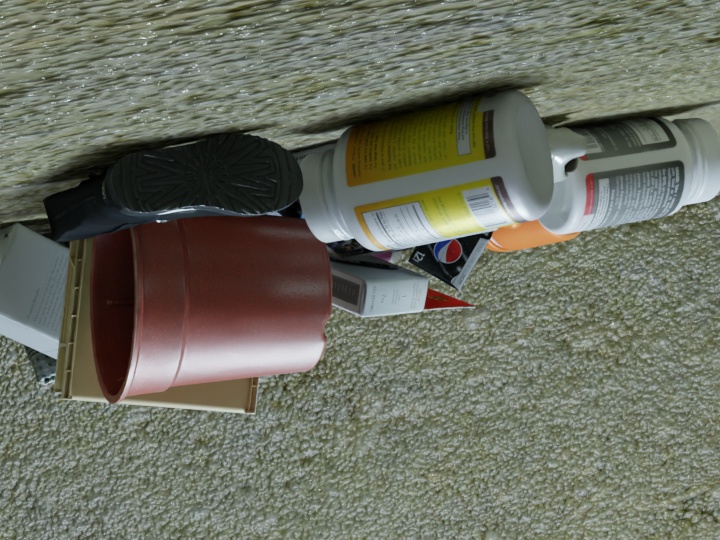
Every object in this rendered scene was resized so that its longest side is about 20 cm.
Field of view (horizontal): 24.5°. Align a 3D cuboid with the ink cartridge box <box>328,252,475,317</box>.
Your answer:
[{"bbox_3d":[0.000,0.000,1.771,0.173,0.044,0.200,-4,-162,-43],"label":"ink cartridge box"}]

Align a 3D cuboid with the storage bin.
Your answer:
[{"bbox_3d":[-0.201,0.040,1.690,0.199,0.199,0.094,6,-177,-13],"label":"storage bin"}]

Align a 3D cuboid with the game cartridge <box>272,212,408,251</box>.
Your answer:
[{"bbox_3d":[-0.031,-0.059,1.713,0.199,0.041,0.133,6,162,-6],"label":"game cartridge"}]

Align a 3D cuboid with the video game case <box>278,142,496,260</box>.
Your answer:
[{"bbox_3d":[0.011,-0.070,1.591,0.181,0.023,0.200,-11,153,27],"label":"video game case"}]

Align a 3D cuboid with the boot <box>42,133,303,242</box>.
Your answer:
[{"bbox_3d":[-0.159,-0.061,1.374,0.164,0.066,0.200,-1,172,-25],"label":"boot"}]

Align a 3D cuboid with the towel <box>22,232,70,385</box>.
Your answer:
[{"bbox_3d":[-0.308,0.036,1.905,0.200,0.193,0.035,-9,150,-32],"label":"towel"}]

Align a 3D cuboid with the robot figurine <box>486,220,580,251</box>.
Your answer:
[{"bbox_3d":[0.215,-0.087,2.156,0.200,0.117,0.144,-12,-138,43],"label":"robot figurine"}]

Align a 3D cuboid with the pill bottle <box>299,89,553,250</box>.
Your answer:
[{"bbox_3d":[0.052,-0.079,1.379,0.200,0.110,0.109,-11,179,24],"label":"pill bottle"}]

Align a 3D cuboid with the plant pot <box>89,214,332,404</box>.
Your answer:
[{"bbox_3d":[-0.140,0.024,1.565,0.195,0.201,0.201,0,175,-20],"label":"plant pot"}]

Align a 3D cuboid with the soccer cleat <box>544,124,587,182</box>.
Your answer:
[{"bbox_3d":[0.188,-0.113,1.746,0.077,0.070,0.200,4,174,-3],"label":"soccer cleat"}]

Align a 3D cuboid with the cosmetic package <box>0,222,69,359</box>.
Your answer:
[{"bbox_3d":[-0.317,0.040,1.785,0.200,0.102,0.071,29,156,-31],"label":"cosmetic package"}]

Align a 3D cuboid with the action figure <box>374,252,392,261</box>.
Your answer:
[{"bbox_3d":[-0.046,-0.047,2.092,0.200,0.134,0.149,18,129,-26],"label":"action figure"}]

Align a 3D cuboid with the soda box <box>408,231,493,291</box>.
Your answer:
[{"bbox_3d":[0.107,-0.049,1.765,0.063,0.071,0.200,30,-159,1],"label":"soda box"}]

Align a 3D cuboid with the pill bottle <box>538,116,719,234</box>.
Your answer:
[{"bbox_3d":[0.295,-0.109,1.835,0.200,0.114,0.114,-9,178,-23],"label":"pill bottle"}]
